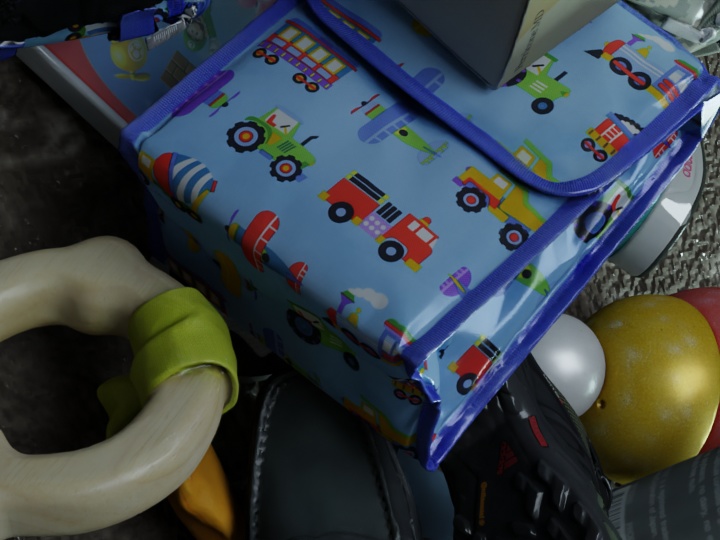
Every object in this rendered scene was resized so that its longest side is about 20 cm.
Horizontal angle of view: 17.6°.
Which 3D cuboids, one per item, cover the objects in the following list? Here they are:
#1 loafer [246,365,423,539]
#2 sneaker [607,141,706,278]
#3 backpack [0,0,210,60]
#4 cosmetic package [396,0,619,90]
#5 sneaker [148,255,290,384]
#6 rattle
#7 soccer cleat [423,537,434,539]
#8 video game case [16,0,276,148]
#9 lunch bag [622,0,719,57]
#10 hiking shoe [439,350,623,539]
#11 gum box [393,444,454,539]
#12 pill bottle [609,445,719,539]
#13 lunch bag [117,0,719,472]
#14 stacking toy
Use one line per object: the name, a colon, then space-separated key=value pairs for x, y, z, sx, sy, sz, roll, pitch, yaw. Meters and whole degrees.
loafer: x=-0.007 y=0.130 z=0.877 sx=0.070 sy=0.067 sz=0.202 roll=64 pitch=17 yaw=-74
sneaker: x=0.088 y=-0.077 z=1.070 sx=0.120 sy=0.084 sz=0.200 roll=32 pitch=19 yaw=-11
backpack: x=-0.080 y=-0.179 z=0.853 sx=0.199 sy=0.135 sz=0.183 roll=-15 pitch=59 yaw=-26
cosmetic package: x=0.103 y=-0.166 z=0.873 sx=0.200 sy=0.105 sz=0.071 roll=-37 pitch=70 yaw=-26
sneaker: x=0.000 y=0.000 z=0.977 sx=0.199 sy=0.087 sz=0.076 roll=-10 pitch=88 yaw=-43
rattle: x=-0.141 y=0.085 z=0.860 sx=0.200 sy=0.143 sz=0.130 roll=-37 pitch=72 yaw=-27
soccer cleat: x=0.079 y=0.187 z=0.940 sx=0.070 sy=0.086 sz=0.201 roll=-46 pitch=110 yaw=-40
video game case: x=-0.073 y=-0.147 z=0.973 sx=0.143 sy=0.017 sz=0.201 roll=43 pitch=59 yaw=-27
lunch bag: x=0.090 y=-0.198 z=1.017 sx=0.199 sy=0.139 sz=0.169 roll=21 pitch=69 yaw=-28
hiking shoe: x=0.076 y=0.101 z=0.915 sx=0.100 sy=0.075 sz=0.201 roll=22 pitch=45 yaw=-57
gum box: x=0.025 y=0.182 z=0.982 sx=0.200 sy=0.044 sz=0.171 roll=41 pitch=54 yaw=-30
pill bottle: x=0.188 y=0.120 z=0.975 sx=0.114 sy=0.199 sz=0.115 roll=47 pitch=30 yaw=-37
lunch bag: x=0.033 y=-0.052 z=0.893 sx=0.200 sy=0.150 sz=0.094 roll=-46 pitch=156 yaw=-19
stacking toy: x=0.137 y=0.054 z=1.062 sx=0.199 sy=0.146 sz=0.148 roll=17 pitch=68 yaw=-34
